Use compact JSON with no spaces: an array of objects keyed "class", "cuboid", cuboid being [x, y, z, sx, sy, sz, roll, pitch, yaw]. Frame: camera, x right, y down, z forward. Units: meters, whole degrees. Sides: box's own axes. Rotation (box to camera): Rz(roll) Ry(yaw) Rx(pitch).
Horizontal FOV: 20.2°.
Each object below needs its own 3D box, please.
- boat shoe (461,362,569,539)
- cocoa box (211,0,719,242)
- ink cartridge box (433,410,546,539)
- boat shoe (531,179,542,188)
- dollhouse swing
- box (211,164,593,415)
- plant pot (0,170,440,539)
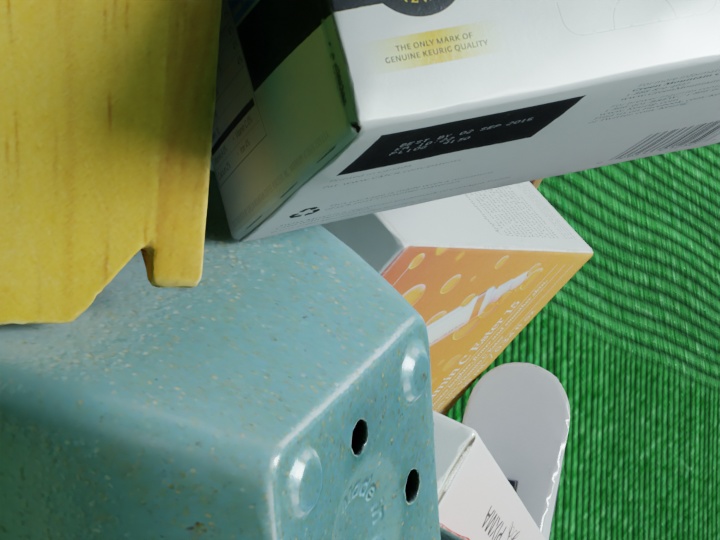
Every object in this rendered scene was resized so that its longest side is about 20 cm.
[{"class":"boat shoe","cuboid":[0.056,0.146,1.002,0.070,0.071,0.200,83,21,-73]},{"class":"cocoa box","cuboid":[0.048,-0.104,0.660,0.200,0.133,0.131,-13,81,-23]},{"class":"ink cartridge box","cuboid":[0.052,0.110,0.839,0.045,0.176,0.200,-61,159,-11]},{"class":"boat shoe","cuboid":[0.061,-0.056,1.105,0.070,0.070,0.200,32,68,-60]},{"class":"dollhouse swing","cuboid":[-0.162,-0.096,0.633,0.200,0.176,0.182,-1,108,-20]},{"class":"box","cuboid":[0.000,0.000,0.925,0.098,0.124,0.200,49,22,21]},{"class":"plant pot","cuboid":[-0.083,0.074,0.688,0.196,0.200,0.196,-41,132,-56]}]
